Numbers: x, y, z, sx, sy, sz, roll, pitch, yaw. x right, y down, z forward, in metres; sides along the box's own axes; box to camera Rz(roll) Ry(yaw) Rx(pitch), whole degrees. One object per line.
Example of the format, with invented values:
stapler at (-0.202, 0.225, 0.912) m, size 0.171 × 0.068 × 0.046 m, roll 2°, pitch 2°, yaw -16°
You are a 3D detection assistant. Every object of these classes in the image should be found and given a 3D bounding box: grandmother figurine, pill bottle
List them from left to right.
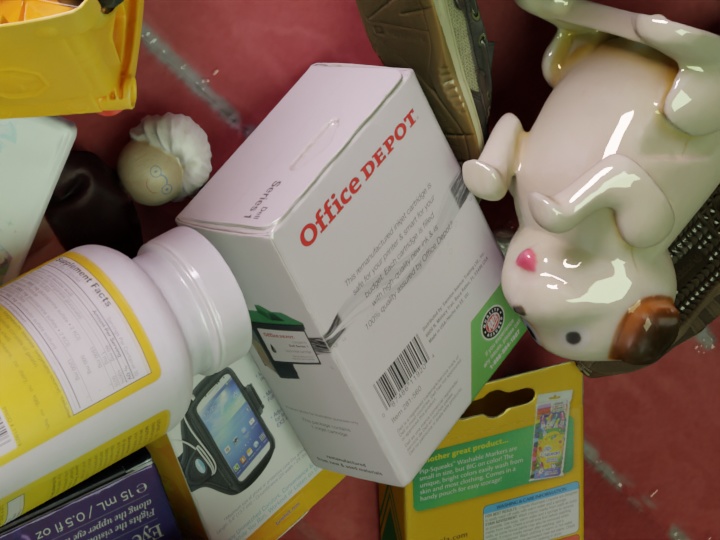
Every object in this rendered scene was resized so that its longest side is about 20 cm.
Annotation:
pill bottle at (-0.161, 0.055, 1.492) m, size 0.199 × 0.112 × 0.113 m, roll -28°, pitch 125°, yaw -25°
grandmother figurine at (-0.168, -0.019, 1.573) m, size 0.200 × 0.061 × 0.121 m, roll -35°, pitch 133°, yaw -1°

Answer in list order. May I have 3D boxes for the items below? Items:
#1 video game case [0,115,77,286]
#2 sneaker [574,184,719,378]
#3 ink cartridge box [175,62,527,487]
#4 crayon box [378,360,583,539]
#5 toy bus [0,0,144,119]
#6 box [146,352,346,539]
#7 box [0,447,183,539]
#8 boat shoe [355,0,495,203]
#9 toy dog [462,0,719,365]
video game case at (-0.273, -0.020, 1.507) m, size 0.181 × 0.024 × 0.201 m, roll 21°, pitch 100°, yaw -15°
sneaker at (0.204, 0.004, 1.743) m, size 0.200 × 0.071 × 0.076 m, roll -28°, pitch 169°, yaw -38°
ink cartridge box at (0.000, 0.000, 1.612) m, size 0.146 × 0.084 × 0.201 m, roll -50°, pitch 129°, yaw -30°
crayon box at (0.077, 0.144, 1.772) m, size 0.125 × 0.052 × 0.201 m, roll -13°, pitch 120°, yaw -19°
toy bus at (-0.164, -0.172, 1.445) m, size 0.135 × 0.201 × 0.192 m, roll -4°, pitch 155°, yaw 15°
box at (-0.079, 0.070, 1.645) m, size 0.119 × 0.041 × 0.201 m, roll -40°, pitch 126°, yaw -31°
box at (-0.173, 0.193, 1.650) m, size 0.147 × 0.104 × 0.201 m, roll -26°, pitch 123°, yaw -11°
boat shoe at (0.048, -0.120, 1.611) m, size 0.066 × 0.071 × 0.201 m, roll -50°, pitch 142°, yaw -30°
toy dog at (0.143, -0.047, 1.611) m, size 0.193 × 0.139 × 0.201 m, roll 12°, pitch 97°, yaw -53°
